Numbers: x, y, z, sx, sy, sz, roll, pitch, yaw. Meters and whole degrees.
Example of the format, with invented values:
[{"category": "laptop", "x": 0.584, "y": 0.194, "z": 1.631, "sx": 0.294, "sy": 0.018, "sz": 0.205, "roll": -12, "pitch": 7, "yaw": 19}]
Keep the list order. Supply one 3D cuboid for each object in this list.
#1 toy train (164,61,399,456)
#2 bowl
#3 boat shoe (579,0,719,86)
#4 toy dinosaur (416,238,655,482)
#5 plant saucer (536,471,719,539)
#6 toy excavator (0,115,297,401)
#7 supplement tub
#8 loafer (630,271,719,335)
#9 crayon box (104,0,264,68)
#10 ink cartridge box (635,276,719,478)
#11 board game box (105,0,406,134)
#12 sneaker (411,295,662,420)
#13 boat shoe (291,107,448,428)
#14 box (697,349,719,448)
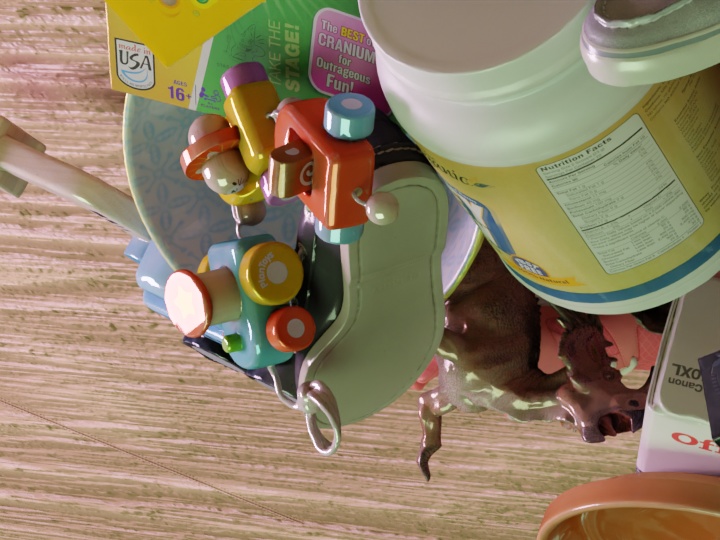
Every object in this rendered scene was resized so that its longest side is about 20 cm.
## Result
[{"category": "toy train", "x": -0.045, "y": -0.011, "z": 1.393, "sx": 0.055, "sy": 0.150, "sz": 0.200, "roll": -12, "pitch": 131, "yaw": -25}, {"category": "bowl", "x": -0.011, "y": -0.071, "z": 1.535, "sx": 0.200, "sy": 0.108, "sz": 0.201, "roll": 8, "pitch": 111, "yaw": 20}, {"category": "boat shoe", "x": 0.167, "y": -0.154, "z": 1.226, "sx": 0.070, "sy": 0.201, "sz": 0.072, "roll": 46, "pitch": 168, "yaw": 52}, {"category": "toy dinosaur", "x": 0.070, "y": 0.024, "z": 1.622, "sx": 0.135, "sy": 0.200, "sz": 0.086, "roll": -23, "pitch": 163, "yaw": -3}, {"category": "plant saucer", "x": 0.189, "y": 0.152, "z": 1.521, "sx": 0.200, "sy": 0.032, "sz": 0.200, "roll": 14, "pitch": 154, "yaw": 7}, {"category": "toy excavator", "x": -0.111, "y": -0.022, "z": 1.705, "sx": 0.200, "sy": 0.100, "sz": 0.194, "roll": 34, "pitch": 173, "yaw": -41}, {"category": "supplement tub", "x": 0.094, "y": -0.085, "z": 1.359, "sx": 0.144, "sy": 0.145, "sz": 0.200, "roll": 3, "pitch": 151, "yaw": 30}, {"category": "loafer", "x": 0.172, "y": -0.026, "z": 1.562, "sx": 0.075, "sy": 0.068, "sz": 0.200, "roll": 7, "pitch": 155, "yaw": 9}, {"category": "crayon box", "x": -0.072, "y": -0.206, "z": 1.309, "sx": 0.173, "sy": 0.058, "sz": 0.200, "roll": 48, "pitch": 134, "yaw": -13}, {"category": "ink cartridge box", "x": 0.217, "y": 0.094, "z": 1.521, "sx": 0.144, "sy": 0.085, "sz": 0.200, "roll": 14, "pitch": 154, "yaw": 8}, {"category": "board game box", "x": -0.048, "y": -0.160, "z": 1.403, "sx": 0.153, "sy": 0.040, "sz": 0.200, "roll": 14, "pitch": 131, "yaw": 18}, {"category": "sneaker", "x": 0.109, "y": 0.048, "z": 1.705, "sx": 0.199, "sy": 0.087, "sz": 0.074, "roll": 10, "pitch": 161, "yaw": -12}, {"category": "boat shoe", "x": 0.000, "y": 0.000, "z": 1.454, "sx": 0.072, "sy": 0.063, "sz": 0.200, "roll": -14, "pitch": 144, "yaw": -19}, {"category": "box", "x": 0.265, "y": 0.072, "z": 1.325, "sx": 0.160, "sy": 0.044, "sz": 0.200, "roll": -23, "pitch": 142, "yaw": 24}]
